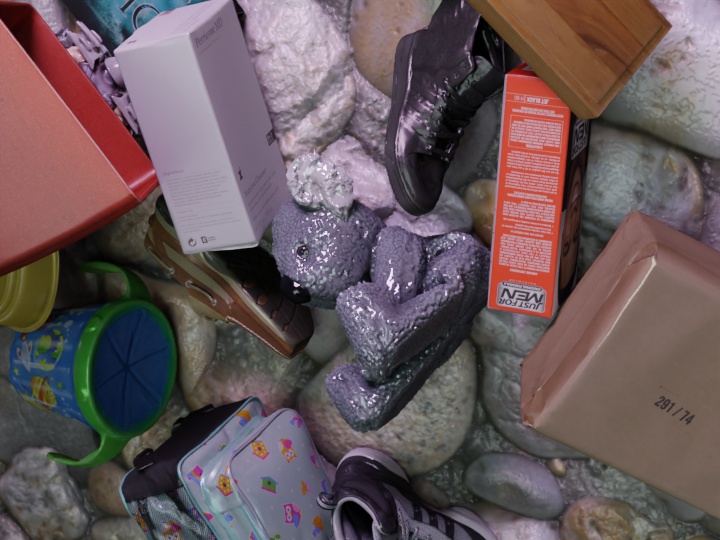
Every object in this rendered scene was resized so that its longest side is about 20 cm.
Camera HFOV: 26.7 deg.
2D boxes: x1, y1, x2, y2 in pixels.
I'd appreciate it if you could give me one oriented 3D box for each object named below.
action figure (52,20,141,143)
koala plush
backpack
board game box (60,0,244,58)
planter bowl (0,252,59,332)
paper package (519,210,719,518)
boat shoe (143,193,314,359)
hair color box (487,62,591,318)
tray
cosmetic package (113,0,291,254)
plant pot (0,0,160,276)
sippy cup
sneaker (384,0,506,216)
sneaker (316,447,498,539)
[{"bbox_3d":[-0.273,-0.160,1.440,0.199,0.069,0.131,-28,92,32],"label":"action figure"},{"bbox_3d":[0.000,0.000,1.346,0.200,0.184,0.178,40,152,19],"label":"koala plush"},{"bbox_3d":[-0.108,0.239,1.447,0.152,0.176,0.202,-13,104,28],"label":"backpack"},{"bbox_3d":[-0.218,-0.275,1.417,0.135,0.028,0.201,-39,89,26],"label":"board game box"},{"bbox_3d":[-0.372,-0.031,1.443,0.199,0.083,0.203,18,114,47],"label":"planter bowl"},{"bbox_3d":[0.262,0.077,1.252,0.199,0.104,0.191,26,116,-13],"label":"paper package"},{"bbox_3d":[-0.129,0.011,1.448,0.200,0.075,0.074,45,122,13],"label":"boat shoe"},{"bbox_3d":[0.155,-0.073,1.289,0.061,0.101,0.202,10,110,18],"label":"hair color box"},{"bbox_3d":[0.142,-0.223,1.176,0.200,0.037,0.099,44,80,-15],"label":"tray"},{"bbox_3d":[-0.138,-0.130,1.363,0.080,0.113,0.202,-7,116,20],"label":"cosmetic package"},{"bbox_3d":[-0.305,-0.096,1.296,0.176,0.200,0.201,-36,98,4],"label":"plant pot"},{"bbox_3d":[-0.272,0.092,1.498,0.129,0.179,0.140,3,135,32],"label":"sippy cup"},{"bbox_3d":[0.079,-0.152,1.286,0.103,0.060,0.202,-12,67,39],"label":"sneaker"},{"bbox_3d":[0.045,0.256,1.423,0.199,0.114,0.076,36,116,8],"label":"sneaker"}]
